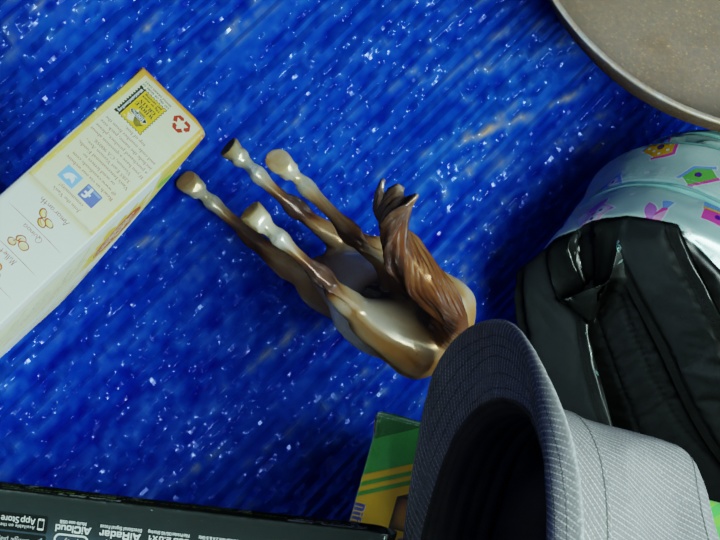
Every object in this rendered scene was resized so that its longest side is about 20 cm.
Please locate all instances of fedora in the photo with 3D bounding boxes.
[{"bbox_3d":[0.077,0.123,0.910,0.090,0.177,0.201,8,74,-17],"label":"fedora"}]

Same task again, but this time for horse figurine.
[{"bbox_3d":[0.000,0.000,1.003,0.132,0.200,0.050,39,84,-16],"label":"horse figurine"}]

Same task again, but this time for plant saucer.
[{"bbox_3d":[0.163,-0.135,1.137,0.199,0.035,0.201,9,55,-13],"label":"plant saucer"}]

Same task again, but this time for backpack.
[{"bbox_3d":[0.158,0.041,1.123,0.200,0.166,0.127,60,39,-16],"label":"backpack"}]

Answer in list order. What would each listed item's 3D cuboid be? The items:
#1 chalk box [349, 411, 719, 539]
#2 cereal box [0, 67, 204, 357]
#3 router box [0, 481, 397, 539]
[{"bbox_3d":[0.094,0.148,1.031,0.199,0.125,0.125,14,80,13],"label":"chalk box"},{"bbox_3d":[-0.150,0.024,0.895,0.040,0.144,0.200,45,48,-2],"label":"cereal box"},{"bbox_3d":[-0.093,0.161,0.952,0.199,0.062,0.151,6,87,2],"label":"router box"}]
